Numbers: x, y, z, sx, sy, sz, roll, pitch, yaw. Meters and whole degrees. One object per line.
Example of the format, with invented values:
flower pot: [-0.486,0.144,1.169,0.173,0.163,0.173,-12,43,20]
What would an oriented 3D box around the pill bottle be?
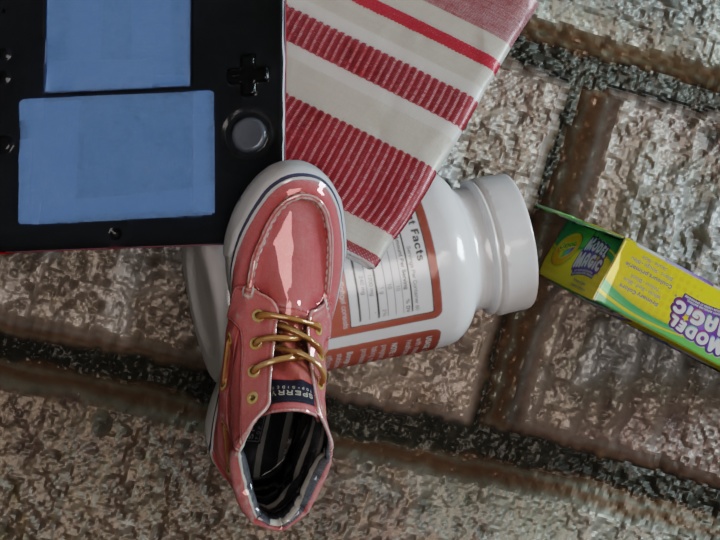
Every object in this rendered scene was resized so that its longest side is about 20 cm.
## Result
pill bottle: [0.000,0.000,1.735,0.200,0.112,0.112,-11,99,-13]

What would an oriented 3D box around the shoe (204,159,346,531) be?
shoe: [-0.041,0.044,1.625,0.071,0.091,0.200,4,114,-19]

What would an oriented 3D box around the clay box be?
clay box: [0.196,0.023,1.784,0.200,0.115,0.048,26,91,-15]

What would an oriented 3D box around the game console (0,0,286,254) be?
game console: [-0.140,-0.099,1.675,0.200,0.031,0.177,-2,85,10]

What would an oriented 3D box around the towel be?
towel: [-0.003,-0.111,1.707,0.144,0.023,0.200,27,71,13]
